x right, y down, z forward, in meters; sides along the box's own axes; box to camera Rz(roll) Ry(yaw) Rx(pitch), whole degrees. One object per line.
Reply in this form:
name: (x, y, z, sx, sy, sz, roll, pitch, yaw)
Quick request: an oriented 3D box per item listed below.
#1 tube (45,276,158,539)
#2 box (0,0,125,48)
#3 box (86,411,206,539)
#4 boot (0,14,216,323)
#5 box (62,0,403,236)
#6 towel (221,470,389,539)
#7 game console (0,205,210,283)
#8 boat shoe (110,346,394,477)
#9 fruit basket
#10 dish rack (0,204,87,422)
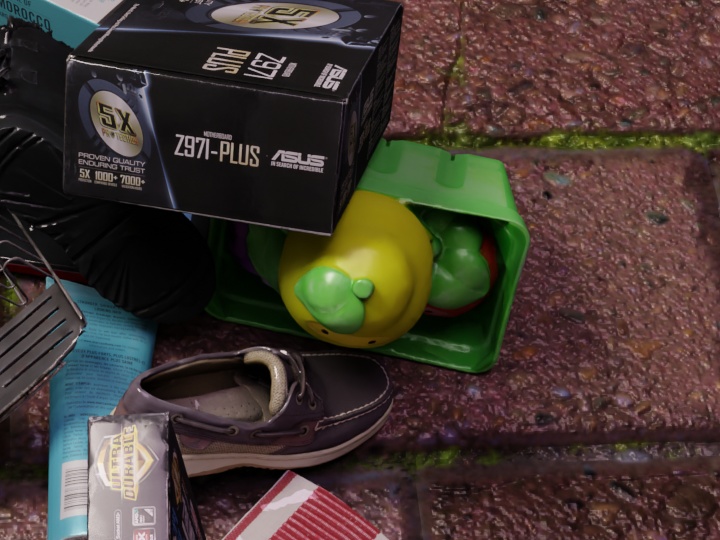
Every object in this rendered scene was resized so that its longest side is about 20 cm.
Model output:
tube: (-0.164, 0.090, 1.182, 0.077, 0.050, 0.200, 15, 50, -21)
box: (-0.220, -0.207, 1.350, 0.200, 0.049, 0.082, 27, 53, 20)
box: (-0.111, 0.204, 1.008, 0.050, 0.200, 0.199, -4, 63, -1)
boot: (-0.176, -0.069, 1.222, 0.198, 0.073, 0.162, 38, 17, -27)
box: (-0.072, -0.108, 1.152, 0.164, 0.086, 0.200, 10, 26, 8)
towel: (-0.009, 0.225, 1.128, 0.200, 0.023, 0.144, 36, 61, 17)
game console: (-0.179, -0.078, 1.300, 0.177, 0.031, 0.200, 10, 55, -1)
boat shoe: (-0.060, 0.079, 1.170, 0.200, 0.065, 0.072, -6, 52, -30)
fruit basket: (0.000, 0.000, 1.195, 0.215, 0.156, 0.216, 7, 41, -6)
dish rack: (-0.264, 0.014, 1.170, 0.153, 0.055, 0.200, -40, 56, 2)
